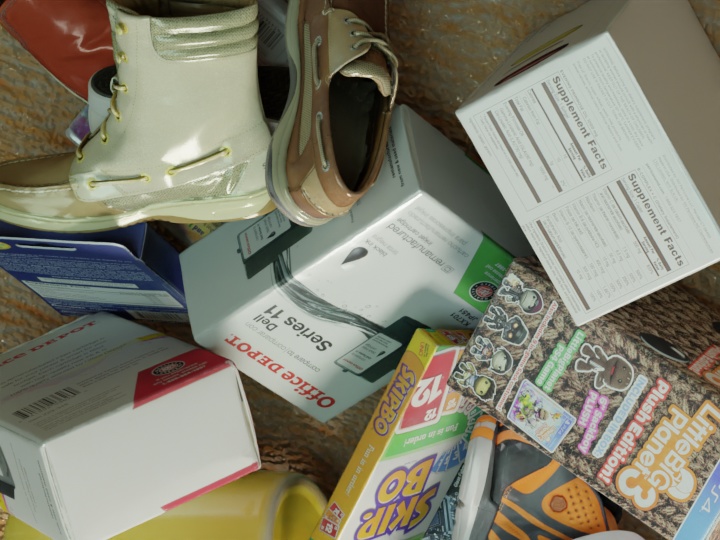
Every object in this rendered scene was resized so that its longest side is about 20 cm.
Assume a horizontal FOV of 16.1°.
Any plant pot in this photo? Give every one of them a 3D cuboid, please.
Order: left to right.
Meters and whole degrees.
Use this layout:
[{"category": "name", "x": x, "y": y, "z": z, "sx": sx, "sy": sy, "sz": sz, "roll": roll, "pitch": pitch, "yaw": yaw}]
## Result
[{"category": "plant pot", "x": -0.121, "y": 0.217, "z": 1.784, "sx": 0.189, "sy": 0.201, "sz": 0.201, "roll": -9, "pitch": 106, "yaw": 22}]

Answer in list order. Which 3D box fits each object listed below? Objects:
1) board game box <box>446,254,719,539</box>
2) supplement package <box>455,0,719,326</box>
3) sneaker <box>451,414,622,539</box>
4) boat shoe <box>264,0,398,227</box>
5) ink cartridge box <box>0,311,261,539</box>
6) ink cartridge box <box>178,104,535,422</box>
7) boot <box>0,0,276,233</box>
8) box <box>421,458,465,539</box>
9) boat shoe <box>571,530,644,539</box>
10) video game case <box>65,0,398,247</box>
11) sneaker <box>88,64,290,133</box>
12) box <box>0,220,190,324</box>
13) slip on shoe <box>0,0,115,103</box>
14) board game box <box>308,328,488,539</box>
[{"category": "board game box", "x": 0.186, "y": 0.078, "z": 1.642, "sx": 0.200, "sy": 0.159, "sz": 0.097, "roll": 35, "pitch": 110, "yaw": 21}, {"category": "supplement package", "x": 0.165, "y": -0.084, "z": 1.599, "sx": 0.111, "sy": 0.200, "sz": 0.156, "roll": -27, "pitch": 99, "yaw": 23}, {"category": "sneaker", "x": 0.116, "y": 0.199, "z": 1.730, "sx": 0.112, "sy": 0.078, "sz": 0.200, "roll": 11, "pitch": 117, "yaw": 6}, {"category": "boat shoe", "x": -0.005, "y": -0.126, "z": 1.624, "sx": 0.072, "sy": 0.076, "sz": 0.200, "roll": -12, "pitch": 67, "yaw": 51}, {"category": "ink cartridge box", "x": -0.180, "y": 0.104, "z": 1.711, "sx": 0.200, "sy": 0.148, "sz": 0.086, "roll": 15, "pitch": 125, "yaw": 60}, {"category": "ink cartridge box", "x": 0.000, "y": 0.000, "z": 1.708, "sx": 0.200, "sy": 0.083, "sz": 0.147, "roll": -33, "pitch": 135, "yaw": 24}, {"category": "boot", "x": -0.154, "y": -0.106, "z": 1.637, "sx": 0.200, "sy": 0.072, "sz": 0.155, "roll": -3, "pitch": 121, "yaw": 7}, {"category": "box", "x": 0.067, "y": 0.193, "z": 1.809, "sx": 0.159, "sy": 0.046, "sz": 0.200, "roll": 24, "pitch": 114, "yaw": 8}, {"category": "boat shoe", "x": 0.111, "y": 0.245, "z": 1.685, "sx": 0.200, "sy": 0.066, "sz": 0.070, "roll": -30, "pitch": 130, "yaw": 14}, {"category": "video game case", "x": -0.078, "y": -0.092, "z": 1.767, "sx": 0.200, "sy": 0.024, "sz": 0.182, "roll": 42, "pitch": 115, "yaw": -2}, {"category": "sneaker", "x": -0.082, "y": -0.089, "z": 1.719, "sx": 0.200, "sy": 0.073, "sz": 0.085, "roll": 6, "pitch": 125, "yaw": 6}, {"category": "box", "x": -0.183, "y": -0.005, "z": 1.743, "sx": 0.121, "sy": 0.200, "sz": 0.032, "roll": 4, "pitch": 76, "yaw": 15}, {"category": "slip on shoe", "x": -0.220, "y": -0.181, "z": 1.748, "sx": 0.200, "sy": 0.061, "sz": 0.074, "roll": 46, "pitch": 114, "yaw": 4}, {"category": "board game box", "x": 0.031, "y": 0.129, "z": 1.721, "sx": 0.030, "sy": 0.096, "sz": 0.200, "roll": 42, "pitch": 114, "yaw": 33}]
